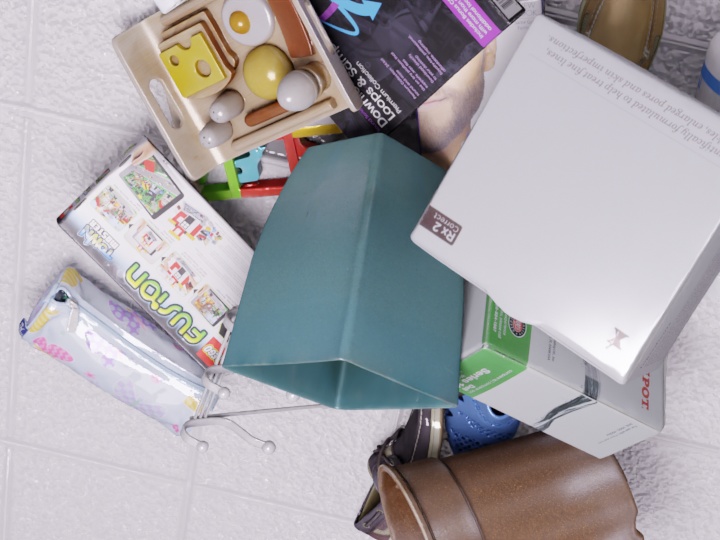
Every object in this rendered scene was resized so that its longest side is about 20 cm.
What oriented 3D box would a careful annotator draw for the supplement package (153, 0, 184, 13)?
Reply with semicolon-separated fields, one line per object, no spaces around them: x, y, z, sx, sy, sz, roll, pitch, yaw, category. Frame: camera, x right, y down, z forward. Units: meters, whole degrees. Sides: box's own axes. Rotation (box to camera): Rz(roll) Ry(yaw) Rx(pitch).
-0.111;-0.328;1.069;0.199;0.111;0.156;-27;113;22;supplement package

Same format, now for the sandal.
0.128;0.114;1.313;0.079;0.087;0.201;13;124;-1;sandal

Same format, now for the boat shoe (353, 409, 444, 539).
0.038;0.202;1.390;0.064;0.072;0.201;12;128;-4;boat shoe

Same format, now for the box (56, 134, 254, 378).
-0.163;-0.012;1.237;0.110;0.035;0.200;-43;107;-3;box

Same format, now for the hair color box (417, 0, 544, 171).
0.103;-0.145;1.173;0.109;0.065;0.201;0;119;10;hair color box

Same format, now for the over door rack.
-0.057;0.090;1.267;0.067;0.199;0.148;45;127;30;over door rack

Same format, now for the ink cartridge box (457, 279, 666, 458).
0.168;0.057;1.205;0.199;0.147;0.083;27;142;-23;ink cartridge box

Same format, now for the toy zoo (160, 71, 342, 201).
-0.068;-0.130;1.234;0.199;0.020;0.132;-4;120;12;toy zoo

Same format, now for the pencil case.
-0.230;0.079;1.349;0.200;0.083;0.091;36;142;-14;pencil case

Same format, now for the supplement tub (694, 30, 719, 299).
0.327;-0.088;1.131;0.131;0.132;0.201;10;122;3;supplement tub

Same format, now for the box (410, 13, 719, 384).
0.181;-0.054;1.042;0.199;0.131;0.201;35;105;19;box

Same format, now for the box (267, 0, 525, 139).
0.019;-0.200;1.109;0.143;0.036;0.200;49;135;-2;box

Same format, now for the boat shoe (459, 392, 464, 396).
0.055;0.028;1.266;0.065;0.073;0.201;-9;115;36;boat shoe

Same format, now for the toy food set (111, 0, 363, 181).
-0.106;-0.166;1.147;0.199;0.060;0.144;-18;108;37;toy food set

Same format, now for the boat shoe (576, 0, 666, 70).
0.207;-0.163;1.136;0.071;0.076;0.201;11;121;4;boat shoe

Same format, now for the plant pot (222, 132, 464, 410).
0.000;0.000;1.137;0.141;0.201;0.141;-6;157;43;plant pot

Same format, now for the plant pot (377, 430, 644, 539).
0.143;0.243;1.281;0.197;0.200;0.201;-18;120;-11;plant pot
